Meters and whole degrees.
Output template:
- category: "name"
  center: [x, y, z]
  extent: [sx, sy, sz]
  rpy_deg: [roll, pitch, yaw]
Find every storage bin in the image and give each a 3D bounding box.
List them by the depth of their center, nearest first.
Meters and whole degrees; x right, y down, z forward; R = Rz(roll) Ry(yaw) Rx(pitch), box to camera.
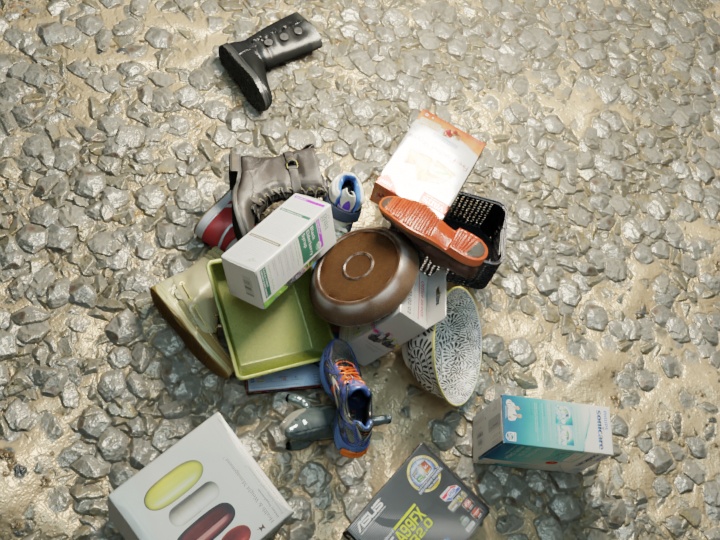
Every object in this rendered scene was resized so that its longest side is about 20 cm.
- category: "storage bin"
  center: [0.155, -0.064, 1.569]
  extent: [0.197, 0.094, 0.137]
  rpy_deg: [14, 59, -4]

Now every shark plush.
- category: "shark plush"
  center: [-0.042, 0.262, 1.438]
  extent: [0.197, 0.083, 0.093]
  rpy_deg: [14, 81, -23]

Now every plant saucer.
- category: "plant saucer"
  center: [0.000, 0.000, 1.453]
  extent: [0.197, 0.032, 0.203]
  rpy_deg: [-13, 50, 15]
- category: "plant saucer"
  center: [-0.155, 0.073, 1.465]
  extent: [0.198, 0.048, 0.203]
  rpy_deg: [-10, 76, -36]

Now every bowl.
- category: "bowl"
  center: [0.132, 0.130, 1.518]
  extent: [0.093, 0.201, 0.203]
  rpy_deg: [-1, 56, 32]

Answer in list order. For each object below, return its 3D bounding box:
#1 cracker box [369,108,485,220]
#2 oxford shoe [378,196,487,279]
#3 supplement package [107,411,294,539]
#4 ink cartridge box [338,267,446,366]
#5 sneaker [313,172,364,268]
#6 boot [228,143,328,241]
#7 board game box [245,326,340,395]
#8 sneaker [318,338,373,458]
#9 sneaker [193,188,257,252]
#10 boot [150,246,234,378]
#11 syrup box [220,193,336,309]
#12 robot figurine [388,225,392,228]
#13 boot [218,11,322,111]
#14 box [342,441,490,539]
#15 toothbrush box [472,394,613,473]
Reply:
- category: "cracker box"
  center: [0.119, -0.174, 1.534]
  extent: [0.133, 0.058, 0.201]
  rpy_deg: [29, 59, 4]
- category: "oxford shoe"
  center: [0.110, -0.051, 1.444]
  extent: [0.198, 0.073, 0.071]
  rpy_deg: [34, 50, 11]
- category: "supplement package"
  center: [-0.241, 0.361, 1.301]
  extent: [0.199, 0.147, 0.192]
  rpy_deg: [-36, 78, -27]
- category: "ink cartridge box"
  center: [0.052, 0.064, 1.474]
  extent: [0.067, 0.199, 0.116]
  rpy_deg: [32, 42, -29]
- category: "sneaker"
  center: [-0.048, -0.080, 1.560]
  extent: [0.079, 0.147, 0.203]
  rpy_deg: [18, 62, -5]
- category: "boot"
  center: [-0.140, -0.135, 1.523]
  extent: [0.171, 0.069, 0.203]
  rpy_deg: [-3, 66, -11]
- category: "board game box"
  center: [-0.103, 0.154, 1.508]
  extent: [0.196, 0.019, 0.105]
  rpy_deg: [-3, 67, -16]
- category: "sneaker"
  center: [-0.013, 0.194, 1.401]
  extent: [0.074, 0.079, 0.202]
  rpy_deg: [1, 53, -26]
- category: "sneaker"
  center: [-0.195, -0.105, 1.577]
  extent: [0.112, 0.071, 0.201]
  rpy_deg: [37, 69, 9]
- category: "boot"
  center: [-0.240, 0.068, 1.485]
  extent: [0.155, 0.073, 0.200]
  rpy_deg: [-36, 76, -28]
- category: "syrup box"
  center: [-0.129, -0.036, 1.428]
  extent: [0.081, 0.080, 0.200]
  rpy_deg: [20, 47, 31]
- category: "robot figurine"
  center: [0.104, -0.024, 1.624]
  extent: [0.198, 0.058, 0.146]
  rpy_deg: [-29, 75, -26]
- category: "boot"
  center: [-0.159, -0.419, 1.745]
  extent: [0.198, 0.066, 0.166]
  rpy_deg: [-29, 77, -29]
- category: "box"
  center: [0.093, 0.409, 1.424]
  extent: [0.160, 0.044, 0.200]
  rpy_deg: [44, 62, 8]
- category: "toothbrush box"
  center: [0.306, 0.280, 1.484]
  extent: [0.196, 0.147, 0.087]
  rpy_deg: [8, 64, -12]
